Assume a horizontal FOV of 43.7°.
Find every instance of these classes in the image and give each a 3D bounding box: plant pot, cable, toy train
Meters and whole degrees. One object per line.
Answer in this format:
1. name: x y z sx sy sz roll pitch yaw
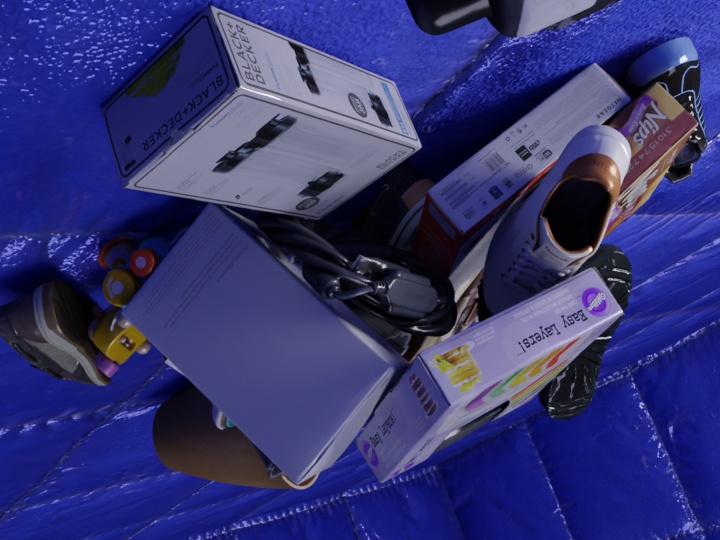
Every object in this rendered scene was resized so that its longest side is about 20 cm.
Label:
1. plant pot: -0.172 0.209 1.204 0.197 0.190 0.186 -13 165 21
2. cable: 0.000 0.000 0.754 0.199 0.162 0.051 11 105 -55
3. toy train: -0.187 0.013 0.809 0.150 0.055 0.201 -41 166 -38

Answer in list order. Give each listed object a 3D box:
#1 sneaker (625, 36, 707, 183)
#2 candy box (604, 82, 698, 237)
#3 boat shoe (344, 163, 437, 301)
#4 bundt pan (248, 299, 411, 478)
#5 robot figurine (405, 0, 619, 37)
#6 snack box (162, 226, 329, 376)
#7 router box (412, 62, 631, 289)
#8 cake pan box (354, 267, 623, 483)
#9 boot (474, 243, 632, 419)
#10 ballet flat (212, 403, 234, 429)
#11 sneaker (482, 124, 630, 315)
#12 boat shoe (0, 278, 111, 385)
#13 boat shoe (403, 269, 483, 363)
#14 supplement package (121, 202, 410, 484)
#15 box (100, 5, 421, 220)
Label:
1. sneaker: 0.297 -0.146 0.847 0.069 0.079 0.200 -25 162 13
2. candy box: 0.232 -0.081 0.839 0.116 0.057 0.200 -41 167 -5
3. boat shoe: 0.023 -0.033 0.881 0.074 0.062 0.201 -32 165 -33
4. bundt pan: -0.043 0.110 0.905 0.202 0.076 0.203 -42 162 -17
5. robot figurine: 0.104 -0.194 0.435 0.197 0.126 0.150 -23 -175 5
6. snack box: -0.096 0.032 0.852 0.200 0.024 0.072 -44 123 10
7. router box: 0.139 -0.074 0.826 0.199 0.049 0.180 -38 165 -14
8. cake pan box: 0.100 0.093 0.751 0.182 0.053 0.201 -21 158 -27
9. boot: 0.179 0.027 0.876 0.072 0.163 0.201 -6 125 -17
10. ballet flat: -0.118 0.092 0.960 0.069 0.070 0.200 -37 -171 40
11. sneaker: 0.146 -0.019 0.724 0.085 0.072 0.202 -61 174 -50
12. boat shoe: -0.276 0.061 0.820 0.065 0.073 0.201 -8 161 -4
13. boat shoe: 0.120 0.033 1.041 0.071 0.072 0.202 29 94 -26
14. supplement package: -0.073 0.059 0.746 0.120 0.199 0.121 -50 168 2
15. box: -0.061 -0.097 0.616 0.116 0.061 0.199 -33 159 31
